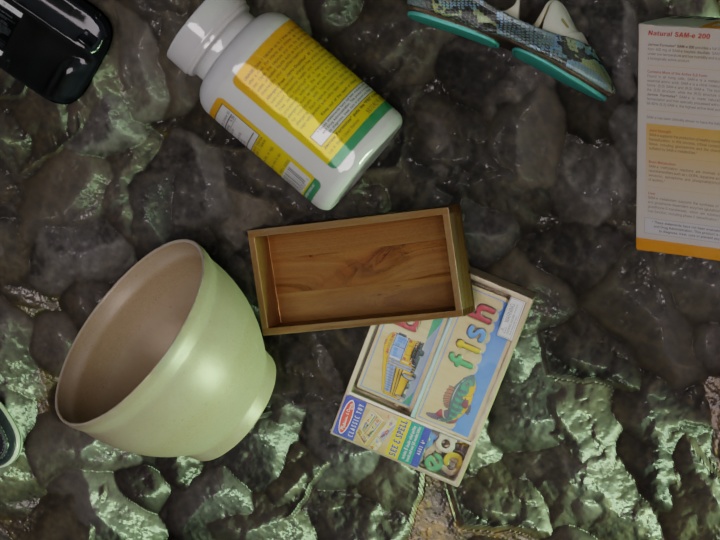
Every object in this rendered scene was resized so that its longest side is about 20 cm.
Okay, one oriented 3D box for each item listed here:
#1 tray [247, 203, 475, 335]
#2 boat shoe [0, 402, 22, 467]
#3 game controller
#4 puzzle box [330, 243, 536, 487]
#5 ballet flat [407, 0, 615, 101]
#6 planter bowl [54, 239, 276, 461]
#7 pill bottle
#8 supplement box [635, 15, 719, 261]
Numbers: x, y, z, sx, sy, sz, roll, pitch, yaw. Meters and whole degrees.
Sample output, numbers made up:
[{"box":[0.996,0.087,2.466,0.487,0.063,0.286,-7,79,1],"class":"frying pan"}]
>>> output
[{"box":[0.000,0.000,1.786,0.200,0.037,0.099,-6,95,23],"class":"tray"},{"box":[-0.418,0.127,1.916,0.200,0.062,0.075,39,106,0],"class":"boat shoe"},{"box":[-0.328,-0.241,1.828,0.200,0.042,0.104,35,122,3],"class":"game controller"},{"box":[0.066,0.086,1.817,0.133,0.025,0.200,22,107,7],"class":"puzzle box"},{"box":[0.140,-0.216,1.712,0.200,0.074,0.074,24,107,3],"class":"ballet flat"},{"box":[-0.164,0.090,1.798,0.200,0.200,0.135,-42,119,18],"class":"planter bowl"},{"box":[-0.071,-0.157,1.746,0.200,0.113,0.113,40,108,1],"class":"pill bottle"},{"box":[0.305,-0.113,1.671,0.126,0.074,0.200,10,107,38],"class":"supplement box"}]
